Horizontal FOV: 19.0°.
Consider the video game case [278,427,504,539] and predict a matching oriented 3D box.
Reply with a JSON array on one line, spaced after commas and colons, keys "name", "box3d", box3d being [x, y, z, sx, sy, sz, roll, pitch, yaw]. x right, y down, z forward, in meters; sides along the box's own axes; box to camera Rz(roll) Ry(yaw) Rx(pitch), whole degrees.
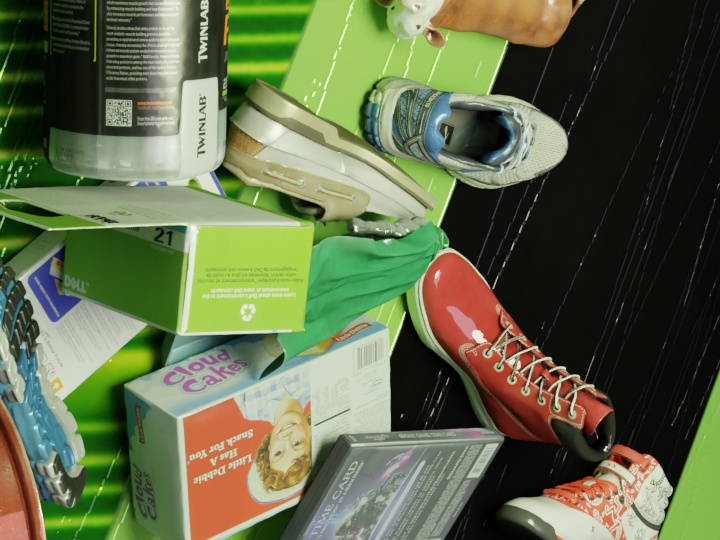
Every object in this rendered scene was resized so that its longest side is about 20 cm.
[{"name": "video game case", "box3d": [0.017, 0.184, 1.652, 0.200, 0.019, 0.143, 4, 121, -52]}]

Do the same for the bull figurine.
[{"name": "bull figurine", "box3d": [0.102, -0.221, 1.642, 0.200, 0.065, 0.122, 3, 132, -49]}]

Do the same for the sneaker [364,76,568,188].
[{"name": "sneaker", "box3d": [0.099, -0.099, 1.667, 0.200, 0.085, 0.077, 4, 98, -43]}]

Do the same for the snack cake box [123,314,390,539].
[{"name": "snack cake box", "box3d": [-0.071, 0.112, 1.573, 0.200, 0.067, 0.115, -21, 123, -36]}]

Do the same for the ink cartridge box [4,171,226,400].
[{"name": "ink cartridge box", "box3d": [-0.174, -0.002, 1.485, 0.200, 0.037, 0.095, -42, 124, -23]}]

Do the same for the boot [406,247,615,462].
[{"name": "boot", "box3d": [0.127, 0.067, 1.694, 0.072, 0.144, 0.200, -48, 126, -20]}]

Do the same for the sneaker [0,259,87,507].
[{"name": "sneaker", "box3d": [-0.247, 0.079, 1.404, 0.075, 0.086, 0.200, -80, 161, -56]}]

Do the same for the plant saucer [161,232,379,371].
[{"name": "plant saucer", "box3d": [-0.062, 0.016, 1.580, 0.200, 0.019, 0.070, -22, 148, -37]}]

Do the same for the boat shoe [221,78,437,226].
[{"name": "boat shoe", "box3d": [-0.026, -0.072, 1.580, 0.200, 0.075, 0.068, 28, 98, -42]}]

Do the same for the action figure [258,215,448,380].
[{"name": "action figure", "box3d": [0.000, 0.000, 1.561, 0.200, 0.055, 0.118, -21, 147, -49]}]

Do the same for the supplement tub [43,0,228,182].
[{"name": "supplement tub", "box3d": [-0.147, -0.165, 1.409, 0.122, 0.122, 0.201, -9, 107, -40]}]

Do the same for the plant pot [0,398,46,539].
[{"name": "plant pot", "box3d": [-0.319, 0.171, 1.307, 0.195, 0.201, 0.201, -10, 107, -31]}]

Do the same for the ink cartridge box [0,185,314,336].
[{"name": "ink cartridge box", "box3d": [-0.153, -0.007, 1.383, 0.200, 0.148, 0.076, -2, 103, -39]}]

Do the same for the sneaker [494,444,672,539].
[{"name": "sneaker", "box3d": [0.194, 0.194, 1.838, 0.201, 0.067, 0.108, 28, 80, -45]}]
